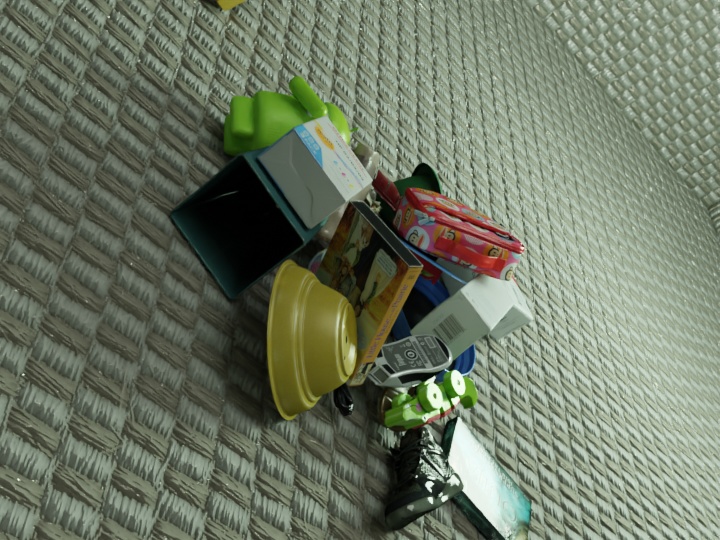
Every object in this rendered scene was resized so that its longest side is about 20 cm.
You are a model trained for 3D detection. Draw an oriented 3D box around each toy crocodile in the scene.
[{"bbox_3d":[0.101,0.188,1.371,0.199,0.067,0.063,-14,80,-58],"label":"toy crocodile"}]

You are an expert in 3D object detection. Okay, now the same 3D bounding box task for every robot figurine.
[{"bbox_3d":[-0.105,-0.204,1.461,0.197,0.176,0.117,7,56,-18],"label":"robot figurine"}]

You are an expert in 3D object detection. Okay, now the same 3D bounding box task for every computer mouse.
[{"bbox_3d":[0.039,0.142,1.369,0.197,0.044,0.110,-8,45,-24],"label":"computer mouse"}]

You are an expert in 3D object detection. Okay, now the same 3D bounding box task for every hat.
[{"bbox_3d":[0.037,-0.104,1.667,0.173,0.165,0.204,-6,89,-20],"label":"hat"}]

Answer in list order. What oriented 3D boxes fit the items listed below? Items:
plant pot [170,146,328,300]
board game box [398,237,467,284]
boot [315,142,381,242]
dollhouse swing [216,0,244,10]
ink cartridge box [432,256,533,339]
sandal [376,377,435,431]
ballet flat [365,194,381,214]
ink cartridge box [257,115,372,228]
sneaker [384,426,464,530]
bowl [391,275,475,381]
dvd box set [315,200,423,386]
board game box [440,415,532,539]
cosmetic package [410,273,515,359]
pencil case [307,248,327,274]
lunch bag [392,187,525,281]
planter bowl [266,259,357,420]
[{"bbox_3d":[-0.128,-0.082,1.329,0.142,0.141,0.200,54,25,-3],"label":"plant pot"},{"bbox_3d":[0.067,-0.018,1.450,0.199,0.039,0.158,34,4,4],"label":"board game box"},{"bbox_3d":[-0.021,-0.123,1.481,0.070,0.148,0.200,28,10,-2],"label":"boot"},{"bbox_3d":[-0.253,-0.554,1.706,0.181,0.176,0.201,-34,90,-19],"label":"dollhouse swing"},{"bbox_3d":[0.219,0.023,1.747,0.200,0.083,0.146,34,30,-56],"label":"ink cartridge box"},{"bbox_3d":[0.067,0.172,1.448,0.081,0.054,0.201,51,35,-16],"label":"sandal"},{"bbox_3d":[-0.039,-0.153,1.602,0.200,0.064,0.076,46,26,-17],"label":"ballet flat"},{"bbox_3d":[-0.052,-0.139,1.305,0.116,0.067,0.200,54,19,-5],"label":"ink cartridge box"},{"bbox_3d":[0.068,0.282,1.327,0.115,0.076,0.199,59,26,9],"label":"sneaker"},{"bbox_3d":[0.115,0.092,1.616,0.200,0.039,0.203,37,35,-31],"label":"bowl"},{"bbox_3d":[-0.007,0.030,1.293,0.029,0.202,0.147,-2,39,-42],"label":"dvd box set"},{"bbox_3d":[0.193,0.340,1.499,0.200,0.028,0.136,49,30,-14],"label":"board game box"},{"bbox_3d":[0.165,0.073,1.526,0.081,0.113,0.200,51,23,6],"label":"cosmetic package"},{"bbox_3d":[0.000,0.000,1.480,0.082,0.092,0.199,25,21,25],"label":"pencil case"},{"bbox_3d":[0.156,-0.052,1.536,0.197,0.083,0.176,20,16,-17],"label":"lunch bag"},{"bbox_3d":[-0.052,0.088,1.227,0.200,0.082,0.204,0,90,-79],"label":"planter bowl"}]
